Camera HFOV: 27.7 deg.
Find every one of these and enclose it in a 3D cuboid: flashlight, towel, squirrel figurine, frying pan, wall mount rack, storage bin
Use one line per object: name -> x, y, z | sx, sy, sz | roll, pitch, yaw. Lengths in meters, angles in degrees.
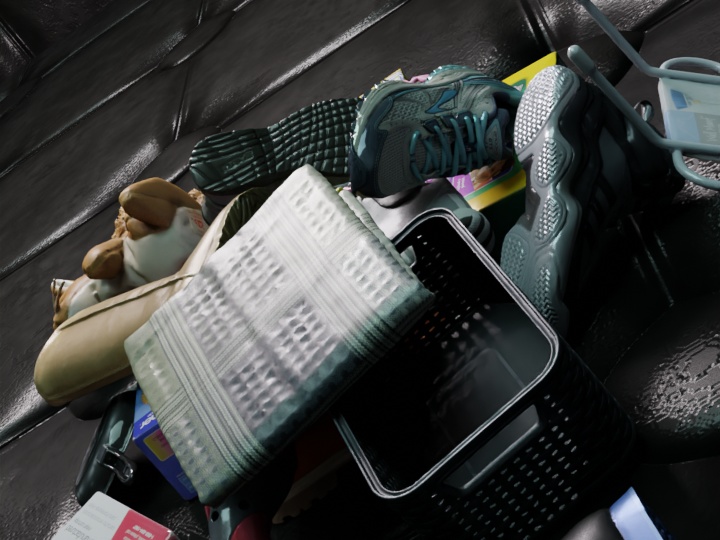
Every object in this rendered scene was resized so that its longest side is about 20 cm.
flashlight -> -0.062, 0.177, 0.908 | 0.200, 0.068, 0.068 | -106, 24, -47
towel -> -0.057, 0.037, 0.944 | 0.193, 0.035, 0.200 | -45, 36, 4
squirrel figurine -> -0.215, 0.004, 1.452 | 0.187, 0.142, 0.200 | -39, 7, 25
frying pan -> -0.207, 0.162, 1.178 | 0.115, 0.031, 0.190 | -63, 11, 17
wall mount rack -> 0.222, -0.135, 1.015 | 0.173, 0.075, 0.200 | 8, 33, 1
storage bin -> 0.058, 0.069, 0.892 | 0.135, 0.094, 0.200 | -41, 35, 4

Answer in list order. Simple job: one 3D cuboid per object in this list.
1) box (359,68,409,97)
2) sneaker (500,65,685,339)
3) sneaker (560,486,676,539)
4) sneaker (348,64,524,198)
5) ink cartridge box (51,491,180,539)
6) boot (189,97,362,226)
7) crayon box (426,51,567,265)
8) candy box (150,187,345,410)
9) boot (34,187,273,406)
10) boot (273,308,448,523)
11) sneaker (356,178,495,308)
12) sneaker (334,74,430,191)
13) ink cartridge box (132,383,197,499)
box -> -0.022, -0.106, 1.417 | 0.200, 0.064, 0.070 | -35, 23, 10
sneaker -> 0.164, -0.038, 1.009 | 0.075, 0.113, 0.201 | 155, 122, -65
sneaker -> 0.132, 0.178, 0.678 | 0.078, 0.070, 0.200 | -39, 17, 8
sneaker -> 0.063, -0.104, 1.071 | 0.086, 0.078, 0.200 | 16, 31, 28
ink cartridge box -> -0.196, 0.259, 0.976 | 0.200, 0.083, 0.145 | -47, 25, -19
boot -> -0.049, -0.089, 1.269 | 0.199, 0.068, 0.131 | -10, -15, 1
crayon box -> 0.099, -0.073, 1.188 | 0.172, 0.058, 0.200 | -29, 26, 25
candy box -> -0.078, 0.028, 1.053 | 0.200, 0.026, 0.102 | -52, 9, -11
boot -> -0.165, 0.020, 1.207 | 0.200, 0.066, 0.175 | -22, 25, 38
boot -> -0.017, 0.077, 1.024 | 0.200, 0.107, 0.075 | -38, 22, -4
sneaker -> 0.000, 0.000, 1.093 | 0.200, 0.075, 0.116 | -34, 41, 5
sneaker -> 0.021, -0.093, 1.334 | 0.200, 0.079, 0.095 | -41, 28, 12
ink cartridge box -> -0.107, 0.091, 1.169 | 0.136, 0.076, 0.200 | -35, 25, 9
